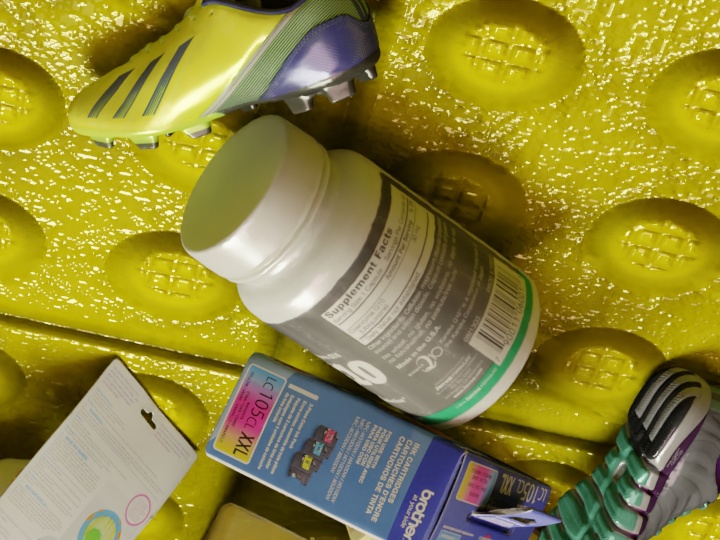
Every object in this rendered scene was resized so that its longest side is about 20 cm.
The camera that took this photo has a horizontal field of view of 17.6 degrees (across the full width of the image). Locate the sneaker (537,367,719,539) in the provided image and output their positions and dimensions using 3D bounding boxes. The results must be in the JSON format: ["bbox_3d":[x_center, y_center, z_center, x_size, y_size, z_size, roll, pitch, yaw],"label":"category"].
[{"bbox_3d":[0.191,0.156,1.518,0.087,0.074,0.200,18,122,-25],"label":"sneaker"}]

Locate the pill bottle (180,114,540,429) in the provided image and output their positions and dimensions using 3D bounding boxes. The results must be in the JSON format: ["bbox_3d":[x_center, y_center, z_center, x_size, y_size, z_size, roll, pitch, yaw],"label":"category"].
[{"bbox_3d":[0.000,0.000,1.361,0.200,0.113,0.113,35,134,-27],"label":"pill bottle"}]

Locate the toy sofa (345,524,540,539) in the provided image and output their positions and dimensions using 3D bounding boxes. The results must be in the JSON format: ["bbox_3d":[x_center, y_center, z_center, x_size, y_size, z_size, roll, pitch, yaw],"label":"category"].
[{"bbox_3d":[0.071,0.182,1.605,0.083,0.098,0.200,-39,125,13],"label":"toy sofa"}]

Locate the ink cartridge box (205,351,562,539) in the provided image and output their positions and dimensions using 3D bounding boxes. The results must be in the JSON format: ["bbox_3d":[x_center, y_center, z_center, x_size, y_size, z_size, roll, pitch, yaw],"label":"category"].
[{"bbox_3d":[0.025,0.130,1.442,0.200,0.076,0.136,25,179,30],"label":"ink cartridge box"}]

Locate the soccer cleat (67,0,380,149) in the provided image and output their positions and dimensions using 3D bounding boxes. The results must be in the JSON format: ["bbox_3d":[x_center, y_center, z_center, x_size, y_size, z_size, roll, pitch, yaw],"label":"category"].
[{"bbox_3d":[-0.081,-0.121,1.287,0.200,0.065,0.084,-12,107,29],"label":"soccer cleat"}]

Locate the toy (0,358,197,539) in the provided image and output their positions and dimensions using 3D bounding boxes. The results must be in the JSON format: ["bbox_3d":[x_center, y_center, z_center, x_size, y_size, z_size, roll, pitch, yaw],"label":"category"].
[{"bbox_3d":[-0.208,0.164,1.563,0.047,0.200,0.115,16,151,41],"label":"toy"}]

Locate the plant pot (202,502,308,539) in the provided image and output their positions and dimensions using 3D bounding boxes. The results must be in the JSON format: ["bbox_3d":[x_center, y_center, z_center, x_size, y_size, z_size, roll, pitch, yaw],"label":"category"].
[{"bbox_3d":[-0.062,0.308,1.606,0.194,0.200,0.196,27,160,-1],"label":"plant pot"}]

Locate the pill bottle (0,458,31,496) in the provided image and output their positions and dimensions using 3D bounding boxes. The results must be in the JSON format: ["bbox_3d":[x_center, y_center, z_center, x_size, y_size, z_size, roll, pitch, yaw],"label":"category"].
[{"bbox_3d":[-0.326,0.171,1.626,0.200,0.112,0.112,1,140,10],"label":"pill bottle"}]
